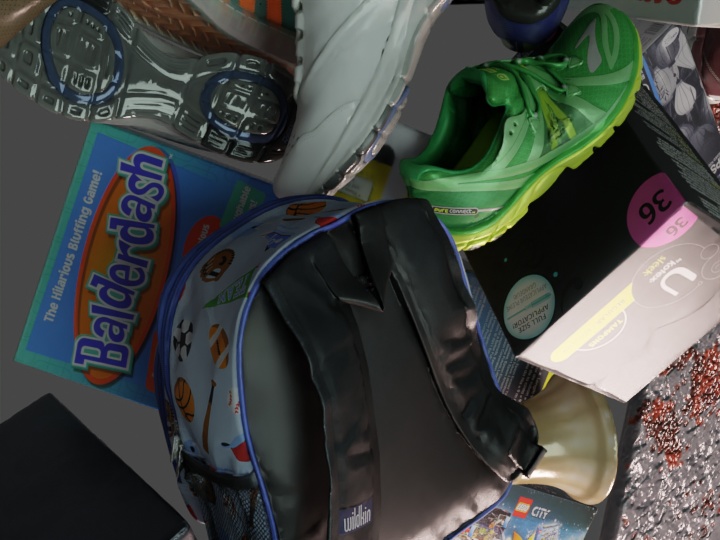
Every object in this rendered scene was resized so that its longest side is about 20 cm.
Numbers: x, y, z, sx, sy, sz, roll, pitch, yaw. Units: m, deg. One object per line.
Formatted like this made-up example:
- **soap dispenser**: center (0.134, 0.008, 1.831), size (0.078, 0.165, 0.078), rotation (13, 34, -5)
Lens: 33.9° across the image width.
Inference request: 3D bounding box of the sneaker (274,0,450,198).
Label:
- **sneaker**: center (-0.005, -0.130, 0.660), size (0.086, 0.075, 0.202), rotation (25, 90, 0)

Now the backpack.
- **backpack**: center (-0.016, 0.057, 0.610), size (0.199, 0.153, 0.192), rotation (-29, 120, -40)

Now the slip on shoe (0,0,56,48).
- **slip on shoe**: center (-0.162, -0.167, 0.603), size (0.060, 0.076, 0.201), rotation (27, 75, -2)

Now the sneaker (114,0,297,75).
- **sneaker**: center (-0.082, -0.176, 0.712), size (0.199, 0.071, 0.081), rotation (24, 74, -36)

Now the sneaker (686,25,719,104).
- **sneaker**: center (0.328, -0.229, 0.960), size (0.075, 0.115, 0.202), rotation (-18, 116, -30)

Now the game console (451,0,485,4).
- **game console**: center (0.079, -0.268, 0.760), size (0.175, 0.116, 0.202), rotation (-10, 112, -33)

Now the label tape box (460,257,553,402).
- **label tape box**: center (0.102, 0.075, 0.934), size (0.199, 0.063, 0.145), rotation (15, 98, -39)

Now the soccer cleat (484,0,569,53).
- **soccer cleat**: center (0.125, -0.242, 0.792), size (0.084, 0.064, 0.202), rotation (76, 30, -73)

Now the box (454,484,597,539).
- **box**: center (0.106, 0.241, 1.014), size (0.199, 0.038, 0.138), rotation (23, 92, -39)

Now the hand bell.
- **hand bell**: center (0.074, 0.134, 0.859), size (0.198, 0.104, 0.105), rotation (-6, 111, -19)

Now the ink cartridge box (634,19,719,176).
- **ink cartridge box**: center (0.257, -0.107, 1.001), size (0.099, 0.039, 0.201), rotation (-45, 128, -16)

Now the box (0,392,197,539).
- **box**: center (-0.158, 0.212, 0.703), size (0.124, 0.199, 0.198), rotation (-36, 124, -22)

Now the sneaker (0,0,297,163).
- **sneaker**: center (-0.134, -0.109, 0.687), size (0.199, 0.087, 0.075), rotation (22, 85, -21)

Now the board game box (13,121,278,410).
- **board game box**: center (-0.090, 0.013, 0.718), size (0.198, 0.045, 0.154), rotation (19, 96, -5)

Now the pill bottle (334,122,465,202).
- **pill bottle**: center (0.000, 0.000, 0.800), size (0.114, 0.114, 0.202), rotation (17, 96, -39)

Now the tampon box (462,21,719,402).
- **tampon box**: center (0.158, -0.042, 0.820), size (0.126, 0.201, 0.150), rotation (23, 121, -39)

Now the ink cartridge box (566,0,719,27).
- **ink cartridge box**: center (0.212, -0.279, 0.832), size (0.083, 0.144, 0.202), rotation (-13, 114, -40)

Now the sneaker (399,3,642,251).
- **sneaker**: center (0.102, -0.099, 0.723), size (0.200, 0.074, 0.084), rotation (-47, 128, -17)
